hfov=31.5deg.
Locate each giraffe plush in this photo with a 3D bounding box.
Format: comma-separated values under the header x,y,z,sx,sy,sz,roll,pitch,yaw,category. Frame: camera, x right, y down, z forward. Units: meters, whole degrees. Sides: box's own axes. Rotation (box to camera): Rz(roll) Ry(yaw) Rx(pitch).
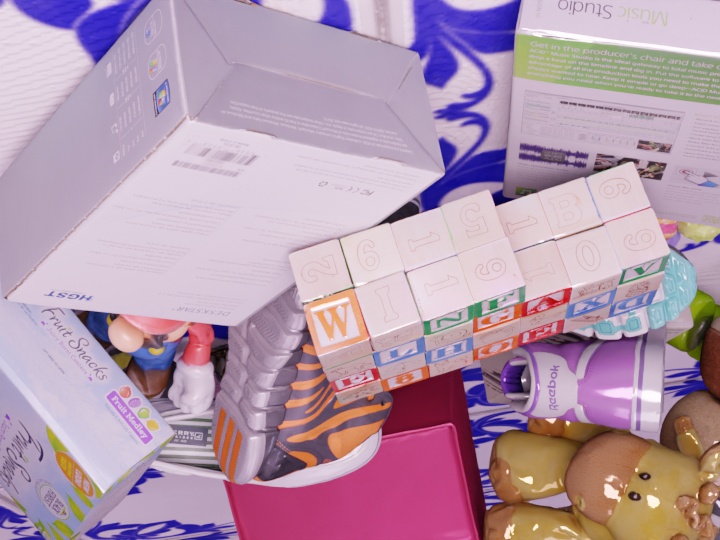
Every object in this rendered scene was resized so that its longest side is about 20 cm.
x,y,z,sx,sy,sz,roll,pitch,yaw,category
0.200,0.173,0.962,0.197,0.175,0.162,8,174,0,giraffe plush

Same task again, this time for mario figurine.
x,y,z,sx,sy,sz,roll,pitch,yaw,category
-0.152,0.037,0.845,0.122,0.107,0.200,1,159,-20,mario figurine

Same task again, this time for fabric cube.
x,y,z,sx,sy,sz,roll,pitch,yaw,category
0.008,0.200,1.098,0.193,0.203,0.200,-11,-165,5,fabric cube

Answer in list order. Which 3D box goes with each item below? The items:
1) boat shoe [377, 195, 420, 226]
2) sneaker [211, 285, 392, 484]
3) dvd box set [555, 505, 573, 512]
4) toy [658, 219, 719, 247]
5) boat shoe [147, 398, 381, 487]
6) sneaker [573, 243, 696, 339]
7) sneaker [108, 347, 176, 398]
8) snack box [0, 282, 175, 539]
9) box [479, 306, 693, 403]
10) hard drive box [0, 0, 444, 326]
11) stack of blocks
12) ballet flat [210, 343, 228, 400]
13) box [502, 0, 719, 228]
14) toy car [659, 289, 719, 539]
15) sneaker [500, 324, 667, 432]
x,y,z,sx,sy,sz,roll,pitch,yaw,category
0.000,0.000,0.874,0.068,0.057,0.200,-4,159,-12,boat shoe
-0.028,0.049,0.848,0.111,0.078,0.202,-4,127,-33,sneaker
0.168,0.268,1.105,0.145,0.030,0.200,-16,-164,27,dvd box set
0.211,-0.043,0.859,0.113,0.048,0.200,-5,159,-5,toy
-0.078,0.129,0.930,0.197,0.075,0.067,-2,-175,-10,boat shoe
0.133,-0.001,0.882,0.197,0.079,0.091,0,-162,22,sneaker
-0.219,0.126,1.082,0.198,0.075,0.084,-23,148,33,sneaker
-0.221,0.093,0.869,0.068,0.169,0.200,-39,177,-29,snack box
0.180,0.049,1.061,0.081,0.069,0.200,2,156,-25,box
-0.080,-0.048,0.671,0.154,0.078,0.199,9,150,-39,hard drive box
0.068,0.006,0.715,0.198,0.059,0.115,-18,160,-1,stack of blocks
-0.042,0.073,1.056,0.197,0.070,0.072,-11,140,8,ballet flat
0.152,-0.083,0.689,0.142,0.037,0.200,9,162,7,box
0.314,0.143,1.098,0.163,0.202,0.157,30,-176,35,toy car
0.160,0.069,0.903,0.113,0.074,0.200,1,178,15,sneaker
